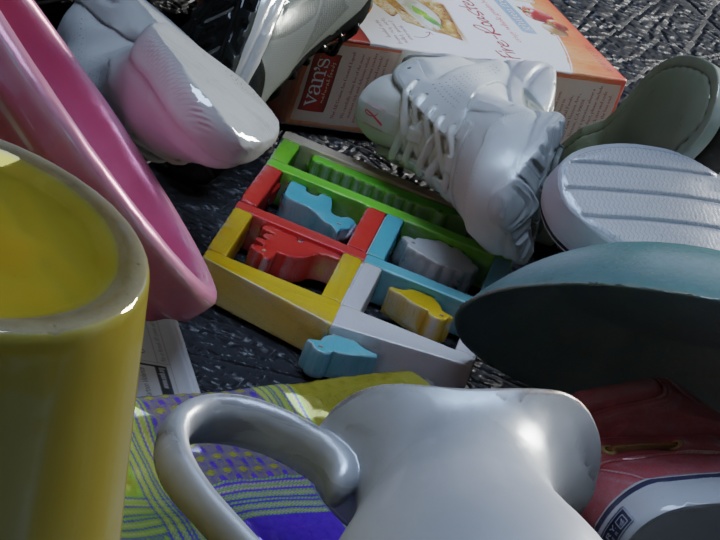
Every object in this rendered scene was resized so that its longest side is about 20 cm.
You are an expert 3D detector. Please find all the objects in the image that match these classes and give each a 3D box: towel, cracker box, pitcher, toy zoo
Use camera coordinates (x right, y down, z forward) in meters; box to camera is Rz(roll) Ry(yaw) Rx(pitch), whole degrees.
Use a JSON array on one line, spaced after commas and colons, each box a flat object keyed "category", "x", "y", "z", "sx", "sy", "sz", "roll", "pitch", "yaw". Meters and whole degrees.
[{"category": "towel", "x": -0.017, "y": 0.093, "z": 1.031, "sx": 0.200, "sy": 0.023, "sz": 0.144, "roll": -1, "pitch": 45, "yaw": -39}, {"category": "cracker box", "x": 0.027, "y": -0.124, "z": 1.482, "sx": 0.200, "sy": 0.058, "sz": 0.134, "roll": 4, "pitch": 29, "yaw": -30}, {"category": "pitcher", "x": 0.013, "y": 0.115, "z": 0.921, "sx": 0.172, "sy": 0.121, "sz": 0.200, "roll": 10, "pitch": 31, "yaw": -10}, {"category": "toy zoo", "x": 0.000, "y": 0.000, "z": 1.258, "sx": 0.131, "sy": 0.020, "sz": 0.200, "roll": 22, "pitch": 25, "yaw": 3}]

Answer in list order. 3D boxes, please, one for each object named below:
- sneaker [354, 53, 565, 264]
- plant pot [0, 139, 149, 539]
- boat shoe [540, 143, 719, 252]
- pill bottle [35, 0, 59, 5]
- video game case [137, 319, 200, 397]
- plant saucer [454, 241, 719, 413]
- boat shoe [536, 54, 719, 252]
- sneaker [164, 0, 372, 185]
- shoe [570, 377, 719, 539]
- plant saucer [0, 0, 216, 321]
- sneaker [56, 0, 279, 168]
[{"category": "sneaker", "x": 0.045, "y": -0.059, "z": 1.318, "sx": 0.099, "sy": 0.078, "sz": 0.200, "roll": 13, "pitch": 15, "yaw": -3}, {"category": "plant pot", "x": -0.153, "y": 0.062, "z": 0.825, "sx": 0.201, "sy": 0.189, "sz": 0.201, "roll": 16, "pitch": 26, "yaw": -8}, {"category": "boat shoe", "x": 0.155, "y": -0.002, "z": 1.233, "sx": 0.200, "sy": 0.071, "sz": 0.072, "roll": 14, "pitch": 53, "yaw": -32}, {"category": "pill bottle", "x": -0.132, "y": -0.202, "z": 1.394, "sx": 0.200, "sy": 0.116, "sz": 0.116, "roll": -14, "pitch": 40, "yaw": -26}, {"category": "video game case", "x": -0.161, "y": 0.017, "z": 1.102, "sx": 0.182, "sy": 0.023, "sz": 0.200, "roll": 11, "pitch": 28, "yaw": -21}, {"category": "plant saucer", "x": 0.141, "y": 0.025, "z": 1.151, "sx": 0.201, "sy": 0.039, "sz": 0.201, "roll": 12, "pitch": -16, "yaw": 4}, {"category": "boat shoe", "x": 0.146, "y": -0.049, "z": 1.309, "sx": 0.061, "sy": 0.072, "sz": 0.201, "roll": 23, "pitch": -19, "yaw": -13}, {"category": "sneaker", "x": -0.036, "y": -0.124, "z": 1.332, "sx": 0.079, "sy": 0.200, "sz": 0.074, "roll": 38, "pitch": -28, "yaw": -26}, {"category": "shoe", "x": 0.173, "y": 0.091, "z": 1.153, "sx": 0.200, "sy": 0.071, "sz": 0.091, "roll": 3, "pitch": 34, "yaw": -27}, {"category": "plant saucer", "x": -0.132, "y": -0.057, "z": 1.086, "sx": 0.201, "sy": 0.051, "sz": 0.201, "roll": 56, "pitch": 3, "yaw": -4}, {"category": "sneaker", "x": -0.102, "y": -0.070, "z": 1.238, "sx": 0.075, "sy": 0.088, "sz": 0.200, "roll": 38, "pitch": 3, "yaw": -27}]
